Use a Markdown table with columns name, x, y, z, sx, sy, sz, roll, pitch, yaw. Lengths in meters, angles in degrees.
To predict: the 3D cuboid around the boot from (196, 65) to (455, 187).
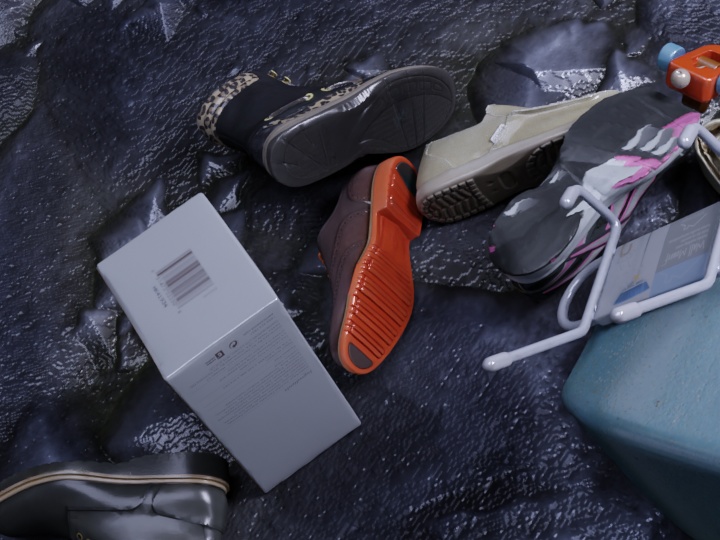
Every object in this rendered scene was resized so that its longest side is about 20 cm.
| name | x | y | z | sx | sy | sz | roll | pitch | yaw |
| --- | --- | --- | --- | --- | --- | --- | --- | --- | --- |
| boot | -0.032 | -0.140 | 1.276 | 0.200 | 0.073 | 0.150 | -28 | 31 | -28 |

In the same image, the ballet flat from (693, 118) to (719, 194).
| name | x | y | z | sx | sy | sz | roll | pitch | yaw |
| --- | --- | --- | --- | --- | --- | --- | --- | --- | --- |
| ballet flat | 0.317 | -0.044 | 1.103 | 0.069 | 0.070 | 0.200 | -33 | 54 | -2 |

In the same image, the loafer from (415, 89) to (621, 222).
| name | x | y | z | sx | sy | sz | roll | pitch | yaw |
| --- | --- | --- | --- | --- | --- | --- | --- | --- | --- |
| loafer | 0.133 | -0.107 | 1.203 | 0.199 | 0.076 | 0.069 | -20 | 60 | 8 |

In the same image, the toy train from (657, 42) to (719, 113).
| name | x | y | z | sx | sy | sz | roll | pitch | yaw |
| --- | --- | --- | --- | --- | --- | --- | --- | --- | --- |
| toy train | 0.336 | -0.129 | 1.133 | 0.200 | 0.056 | 0.150 | 29 | 42 | 33 |

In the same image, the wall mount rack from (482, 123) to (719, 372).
| name | x | y | z | sx | sy | sz | roll | pitch | yaw |
| --- | --- | --- | --- | --- | --- | --- | --- | --- | --- |
| wall mount rack | 0.167 | 0.000 | 0.937 | 0.200 | 0.074 | 0.174 | -29 | 29 | 50 |

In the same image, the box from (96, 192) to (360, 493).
| name | x | y | z | sx | sy | sz | roll | pitch | yaw |
| --- | --- | --- | --- | --- | --- | --- | --- | --- | --- |
| box | -0.095 | 0.059 | 1.103 | 0.097 | 0.200 | 0.124 | -35 | 54 | -4 |

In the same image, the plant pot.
| name | x | y | z | sx | sy | sz | roll | pitch | yaw |
| --- | --- | --- | --- | --- | --- | --- | --- | --- | --- |
| plant pot | 0.256 | 0.082 | 0.974 | 0.200 | 0.196 | 0.196 | 10 | 61 | 48 |

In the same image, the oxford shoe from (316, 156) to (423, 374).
| name | x | y | z | sx | sy | sz | roll | pitch | yaw |
| --- | --- | --- | --- | --- | --- | --- | --- | --- | --- |
| oxford shoe | 0.000 | 0.000 | 1.198 | 0.072 | 0.071 | 0.201 | -12 | 47 | 33 |

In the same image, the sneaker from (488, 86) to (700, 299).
| name | x | y | z | sx | sy | sz | roll | pitch | yaw |
| --- | --- | --- | --- | --- | --- | --- | --- | --- | --- |
| sneaker | 0.181 | -0.058 | 1.146 | 0.200 | 0.086 | 0.080 | -40 | 59 | -5 |

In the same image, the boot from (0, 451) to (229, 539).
| name | x | y | z | sx | sy | sz | roll | pitch | yaw |
| --- | --- | --- | --- | --- | --- | --- | --- | --- | --- |
| boot | -0.199 | 0.220 | 1.122 | 0.199 | 0.078 | 0.139 | -11 | 61 | 14 |
